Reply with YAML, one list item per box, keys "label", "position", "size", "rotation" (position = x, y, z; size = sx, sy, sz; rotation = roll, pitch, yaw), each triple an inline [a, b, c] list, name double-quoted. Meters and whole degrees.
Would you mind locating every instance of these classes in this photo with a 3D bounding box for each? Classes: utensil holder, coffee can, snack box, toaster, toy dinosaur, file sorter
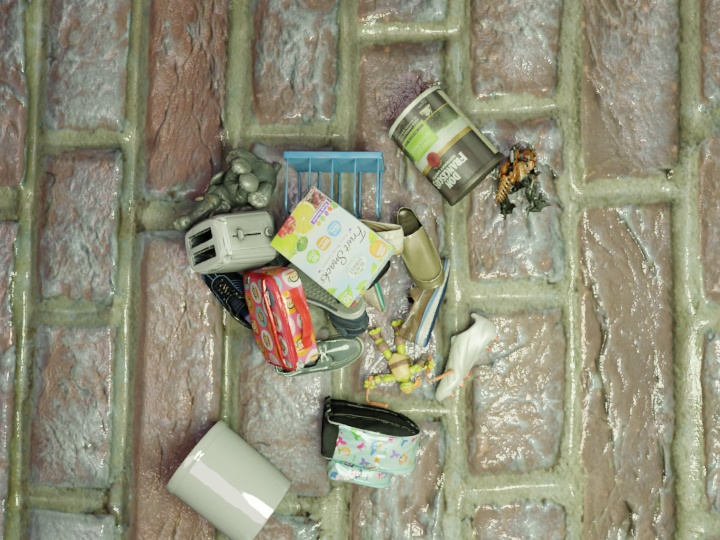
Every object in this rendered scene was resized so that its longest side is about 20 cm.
- label: "utensil holder"
  position: [-0.267, 0.441, 1.124]
  size: [0.200, 0.170, 0.170]
  rotation: [38, 91, 2]
- label: "coffee can"
  position: [0.175, -0.255, 1.121]
  size: [0.146, 0.146, 0.200]
  rotation: [-42, 84, 2]
- label: "snack box"
  position: [-0.053, -0.046, 1.037]
  size: [0.200, 0.053, 0.143]
  rotation: [38, 96, 12]
- label: "toaster"
  position: [-0.269, -0.054, 1.113]
  size: [0.199, 0.129, 0.115]
  rotation: [-14, 86, 45]
- label: "toy dinosaur"
  position: [0.312, -0.182, 1.107]
  size: [0.199, 0.102, 0.137]
  rotation: [-29, 115, -26]
- label: "file sorter"
  position: [-0.051, -0.174, 1.141]
  size: [0.198, 0.139, 0.124]
  rotation: [1, 89, 5]

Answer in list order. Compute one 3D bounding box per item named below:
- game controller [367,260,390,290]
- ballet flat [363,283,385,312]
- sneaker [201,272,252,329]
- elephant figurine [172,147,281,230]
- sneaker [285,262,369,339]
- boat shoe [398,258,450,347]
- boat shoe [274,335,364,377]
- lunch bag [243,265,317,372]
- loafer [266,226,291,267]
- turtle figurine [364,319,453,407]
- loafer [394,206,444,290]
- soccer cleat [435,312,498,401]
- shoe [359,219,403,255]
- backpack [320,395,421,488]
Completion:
- label: "game controller"
  position: [-0.037, -0.034, 1.118]
  size: [0.199, 0.042, 0.104]
  rotation: [32, 51, 25]
- label: "ballet flat"
  position: [0.000, 0.000, 1.170]
  size: [0.067, 0.068, 0.201]
  rotation: [-16, 76, 8]
- label: "sneaker"
  position: [-0.274, 0.053, 1.181]
  size: [0.200, 0.078, 0.070]
  rotation: [41, 92, 5]
- label: "elephant figurine"
  position: [-0.284, -0.162, 1.173]
  size: [0.200, 0.155, 0.142]
  rotation: [-35, 48, 28]
- label: "sneaker"
  position: [-0.068, 0.067, 1.141]
  size: [0.202, 0.146, 0.077]
  rotation: [31, 73, 24]
- label: "boat shoe"
  position: [0.133, 0.056, 1.130]
  size: [0.072, 0.072, 0.201]
  rotation: [16, 65, 15]
- label: "boat shoe"
  position: [-0.090, 0.188, 1.167]
  size: [0.198, 0.062, 0.073]
  rotation: [-14, 87, 4]
- label: "lunch bag"
  position: [-0.151, 0.093, 1.070]
  size: [0.082, 0.176, 0.202]
  rotation: [-21, 104, -33]
- label: "loafer"
  position: [-0.172, -0.031, 1.179]
  size: [0.070, 0.068, 0.201]
  rotation: [-37, 82, 13]
- label: "turtle figurine"
  position: [0.089, 0.190, 1.150]
  size: [0.199, 0.064, 0.162]
  rotation: [-23, 76, 19]
- label: "loafer"
  position: [0.112, -0.049, 1.123]
  size: [0.076, 0.067, 0.201]
  rotation: [-27, 59, 5]
- label: "soccer cleat"
  position: [0.209, 0.182, 1.144]
  size: [0.077, 0.069, 0.200]
  rotation: [37, 84, 10]
- label: "shoe"
  position: [-0.006, -0.084, 1.100]
  size: [0.198, 0.054, 0.070]
  rotation: [13, 45, 12]
- label: "backpack"
  position: [0.019, 0.345, 1.097]
  size: [0.198, 0.178, 0.152]
  rotation: [5, 91, -5]
